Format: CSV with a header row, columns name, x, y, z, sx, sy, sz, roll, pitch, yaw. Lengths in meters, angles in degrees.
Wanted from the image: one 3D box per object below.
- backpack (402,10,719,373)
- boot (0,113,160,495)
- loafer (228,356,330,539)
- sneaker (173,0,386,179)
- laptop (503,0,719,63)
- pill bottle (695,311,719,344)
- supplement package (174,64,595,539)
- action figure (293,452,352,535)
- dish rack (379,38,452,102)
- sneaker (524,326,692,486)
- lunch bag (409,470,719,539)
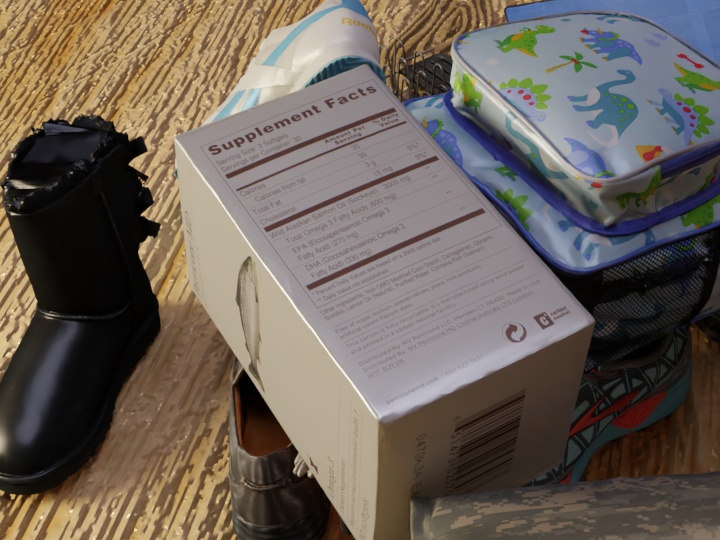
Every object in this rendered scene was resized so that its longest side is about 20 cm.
name,x,y,z,sx,sy,sz,roll,pitch,yaw
backpack,0.137,-0.052,0.746,0.199,0.148,0.183,-15,44,-31
boot,-0.184,0.013,0.823,0.073,0.164,0.199,9,40,16
loafer,-0.046,0.073,0.812,0.072,0.073,0.201,-6,38,-1
sneaker,-0.060,-0.120,0.986,0.199,0.076,0.081,-32,48,32
laptop,0.231,-0.145,1.023,0.185,0.117,0.200,-11,19,-9
pill bottle,0.267,-0.051,0.843,0.105,0.201,0.107,-1,39,1
supplement package,0.004,0.015,0.665,0.117,0.118,0.200,-23,52,-20
action figure,-0.003,0.157,0.686,0.198,0.103,0.119,-22,37,-18
dish rack,0.033,-0.131,1.073,0.199,0.055,0.153,-26,45,-24
sneaker,0.119,0.065,0.793,0.199,0.096,0.079,-32,48,-31
lunch bag,0.105,0.196,0.563,0.162,0.202,0.118,-5,7,1
